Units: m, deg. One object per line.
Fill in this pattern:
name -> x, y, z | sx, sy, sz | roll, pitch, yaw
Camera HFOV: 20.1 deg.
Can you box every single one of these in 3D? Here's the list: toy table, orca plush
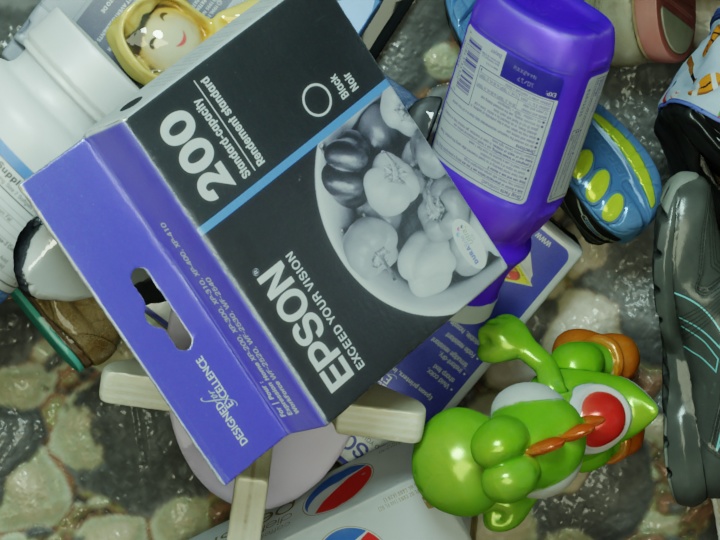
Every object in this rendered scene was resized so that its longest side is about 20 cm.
toy table -> -0.056, 0.059, 1.182 | 0.182, 0.117, 0.202 | -3, 105, 0
orca plush -> -0.110, -0.056, 1.125 | 0.200, 0.071, 0.105 | -40, 133, -3

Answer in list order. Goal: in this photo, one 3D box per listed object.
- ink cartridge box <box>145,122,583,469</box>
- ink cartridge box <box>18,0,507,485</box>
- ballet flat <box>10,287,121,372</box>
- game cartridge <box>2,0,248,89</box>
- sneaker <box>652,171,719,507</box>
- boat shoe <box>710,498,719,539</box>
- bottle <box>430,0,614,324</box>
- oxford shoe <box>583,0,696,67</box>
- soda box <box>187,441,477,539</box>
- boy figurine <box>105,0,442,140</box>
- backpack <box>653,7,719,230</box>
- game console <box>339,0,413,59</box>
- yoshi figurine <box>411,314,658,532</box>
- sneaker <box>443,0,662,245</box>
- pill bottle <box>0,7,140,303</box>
ink cartridge box -> 0.000, 0.000, 1.250 | 0.197, 0.047, 0.200 | 38, 102, -10
ink cartridge box -> -0.047, -0.023, 1.076 | 0.200, 0.043, 0.199 | -40, 104, -22
ballet flat -> -0.216, -0.027, 1.254 | 0.200, 0.068, 0.072 | 44, 76, -3
game cartridge -> -0.104, -0.167, 1.218 | 0.133, 0.041, 0.200 | 39, 96, -3
sneaker -> 0.211, 0.038, 1.184 | 0.078, 0.075, 0.202 | -4, 107, 12
boat shoe -> 0.225, 0.099, 1.259 | 0.069, 0.071, 0.202 | 1, 101, 22
bottle -> 0.081, -0.064, 1.162 | 0.083, 0.065, 0.201 | 33, 124, 28
oxford shoe -> 0.154, -0.221, 1.219 | 0.074, 0.070, 0.202 | -6, 80, 36
soda box -> -0.027, 0.173, 1.245 | 0.199, 0.068, 0.064 | -27, 107, 15
boy figurine -> -0.051, -0.112, 1.174 | 0.199, 0.064, 0.125 | 26, 85, 1
backpack -> 0.271, -0.080, 1.175 | 0.189, 0.200, 0.155 | 27, 84, -4
game console -> -0.070, -0.169, 1.248 | 0.176, 0.031, 0.201 | 34, 97, -2
yoshi figurine -> 0.094, 0.094, 1.196 | 0.112, 0.200, 0.112 | 41, 114, 16
sneaker -> 0.106, -0.099, 1.230 | 0.070, 0.083, 0.201 | -28, 81, -23
pill bottle -> -0.215, -0.051, 1.161 | 0.112, 0.112, 0.200 | 45, 90, -4
